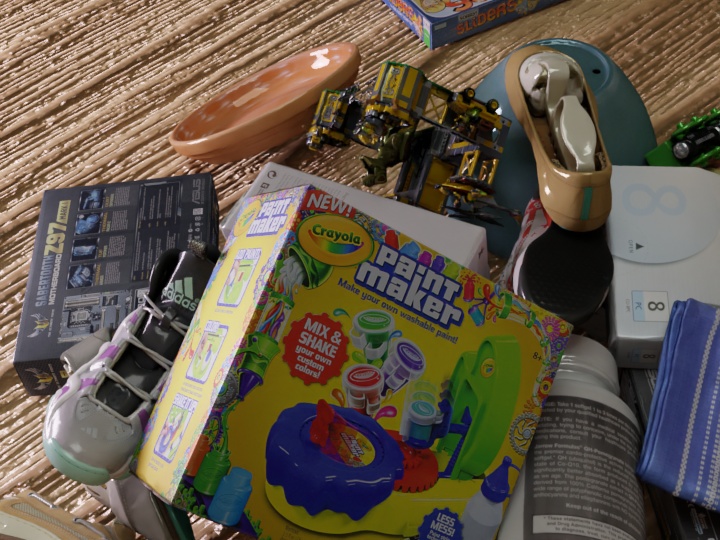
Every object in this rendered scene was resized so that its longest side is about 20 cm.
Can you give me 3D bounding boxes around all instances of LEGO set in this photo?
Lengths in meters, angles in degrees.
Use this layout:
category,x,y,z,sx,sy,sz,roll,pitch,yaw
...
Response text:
category,x,y,z,sx,sy,sz,roll,pitch,yaw
LEGO set,0.029,-0.080,0.870,0.199,0.153,0.117,4,74,60

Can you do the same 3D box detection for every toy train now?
category,x,y,z,sx,sy,sz,roll,pitch,yaw
toy train,0.312,-0.118,0.943,0.199,0.056,0.042,-24,80,-47

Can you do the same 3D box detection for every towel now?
category,x,y,z,sx,sy,sz,roll,pitch,yaw
towel,0.287,0.106,0.695,0.198,0.024,0.146,19,58,8

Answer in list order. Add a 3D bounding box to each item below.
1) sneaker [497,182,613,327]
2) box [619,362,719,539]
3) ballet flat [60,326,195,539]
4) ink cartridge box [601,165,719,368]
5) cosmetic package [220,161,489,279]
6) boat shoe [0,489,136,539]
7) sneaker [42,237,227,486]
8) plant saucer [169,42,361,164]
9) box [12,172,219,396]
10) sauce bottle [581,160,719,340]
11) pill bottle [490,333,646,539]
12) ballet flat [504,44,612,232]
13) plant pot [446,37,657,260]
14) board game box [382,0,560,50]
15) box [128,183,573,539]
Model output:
category,x,y,z,sx,sy,sz,roll,pitch,yaw
sneaker,0.142,0.015,0.808,0.067,0.109,0.202,16,34,2
box,0.281,0.138,0.745,0.157,0.049,0.201,-5,46,-1
ballet flat,-0.172,0.130,0.763,0.063,0.068,0.201,-24,54,-4
ink cartridge box,0.283,-0.004,0.801,0.198,0.047,0.161,0,54,8
cosmetic package,0.000,0.000,0.856,0.199,0.113,0.081,19,57,24
boat shoe,-0.177,0.199,0.725,0.199,0.072,0.076,23,37,23
sneaker,-0.134,0.040,0.709,0.077,0.140,0.200,30,32,-2
plant saucer,-0.086,-0.155,1.015,0.199,0.038,0.200,-23,21,10
box,-0.202,0.007,0.913,0.156,0.051,0.201,-6,47,0
sauce bottle,0.253,-0.017,0.881,0.066,0.066,0.200,33,56,31
pill bottle,0.133,0.144,0.712,0.110,0.111,0.201,3,47,8
ballet flat,0.155,-0.120,0.810,0.068,0.063,0.201,-7,51,-4
plant pot,0.170,-0.122,0.941,0.198,0.135,0.201,-3,47,3
board game box,0.133,-0.326,1.204,0.199,0.035,0.136,-24,49,-16
box,-0.007,0.079,0.667,0.199,0.122,0.194,26,79,-21
